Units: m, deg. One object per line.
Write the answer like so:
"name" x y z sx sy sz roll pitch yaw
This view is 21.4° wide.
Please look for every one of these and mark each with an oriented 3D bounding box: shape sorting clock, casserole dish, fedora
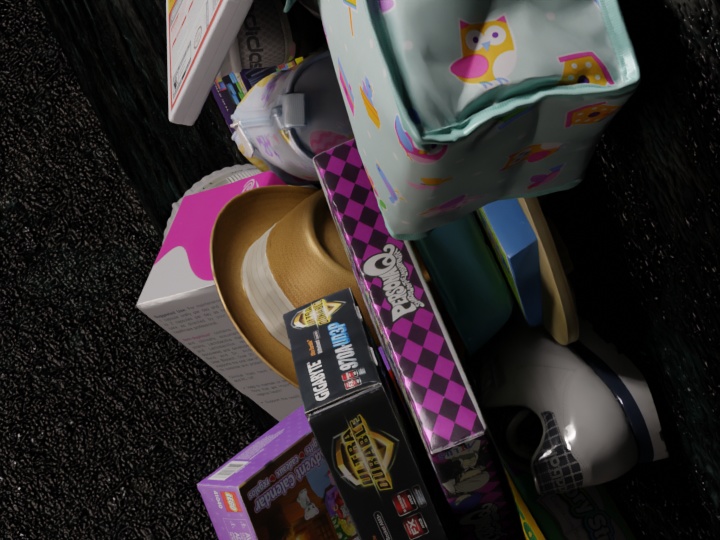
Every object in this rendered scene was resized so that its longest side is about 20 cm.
"shape sorting clock" 0.073 -0.054 1.019 0.200 0.039 0.201 -26 -90 -88
"casserole dish" 0.048 -0.023 1.110 0.200 0.039 0.122 -110 -5 -78
"fedora" 0.000 0.000 1.258 0.082 0.200 0.201 -48 64 40

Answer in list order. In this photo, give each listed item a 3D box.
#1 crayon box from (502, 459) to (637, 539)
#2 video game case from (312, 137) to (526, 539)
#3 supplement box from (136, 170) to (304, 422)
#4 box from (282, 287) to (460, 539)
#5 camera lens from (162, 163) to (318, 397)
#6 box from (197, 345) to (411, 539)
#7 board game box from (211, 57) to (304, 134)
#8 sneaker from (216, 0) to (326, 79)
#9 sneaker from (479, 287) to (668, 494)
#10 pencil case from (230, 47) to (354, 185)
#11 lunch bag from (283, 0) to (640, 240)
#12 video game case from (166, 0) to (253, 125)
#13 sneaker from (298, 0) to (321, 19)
"crayon box" 0.140 0.197 1.251 0.201 0.058 0.173 60 170 24
"video game case" 0.036 0.055 1.050 0.182 0.036 0.201 68 180 -56
"supplement box" -0.048 0.033 1.377 0.103 0.102 0.200 -14 135 44
"box" 0.020 0.126 1.049 0.159 0.046 0.201 -109 -4 -71
"camera lens" -0.070 0.009 1.556 0.161 0.159 0.200 68 169 -25
"box" 0.001 0.141 1.159 0.039 0.200 0.138 -3 114 44
"board game box" -0.108 -0.208 1.508 0.201 0.056 0.165 65 169 -7
"sneaker" -0.057 -0.183 1.272 0.200 0.087 0.074 -86 -8 -64
"sneaker" 0.098 0.064 1.082 0.077 0.080 0.200 66 171 -22
"pencil case" -0.030 -0.102 1.282 0.200 0.090 0.084 -175 99 -76
"lunch bag" 0.031 -0.134 0.821 0.170 0.121 0.201 105 146 -79
"video game case" -0.090 -0.208 1.146 0.143 0.017 0.201 123 149 -50
"sneaker" 0.000 -0.168 1.066 0.095 0.079 0.200 45 176 -15
